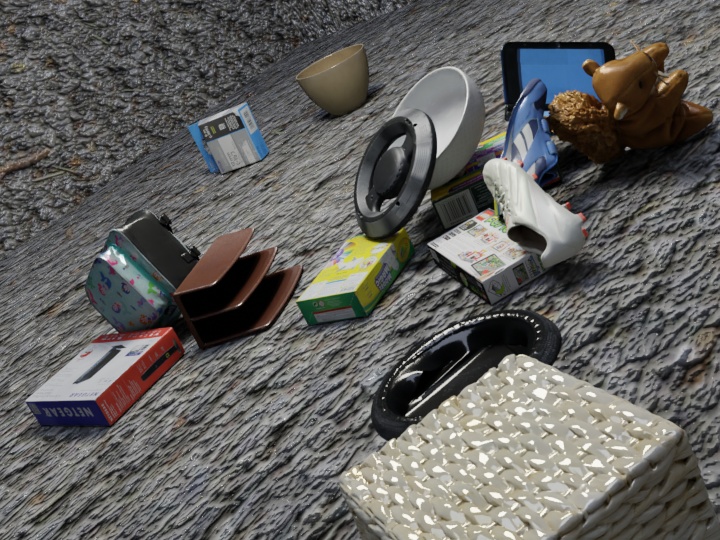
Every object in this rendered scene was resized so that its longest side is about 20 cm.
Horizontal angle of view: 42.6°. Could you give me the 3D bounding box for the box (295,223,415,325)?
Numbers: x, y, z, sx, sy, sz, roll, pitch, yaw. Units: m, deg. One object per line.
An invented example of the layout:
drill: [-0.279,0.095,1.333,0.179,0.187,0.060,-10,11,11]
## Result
box: [0.000,0.000,1.370,0.116,0.049,0.201,-11,29,37]

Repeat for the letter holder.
letter holder: [-0.186,0.016,1.481,0.140,0.102,0.201,-16,24,22]

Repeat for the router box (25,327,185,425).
router box: [-0.400,0.167,1.452,0.197,0.049,0.180,-8,28,39]

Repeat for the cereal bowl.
cereal bowl: [0.124,-0.210,1.444,0.199,0.083,0.203,-37,38,36]

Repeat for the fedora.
fedora: [0.111,0.125,0.885,0.197,0.093,0.201,-23,21,9]

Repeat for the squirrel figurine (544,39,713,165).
squirrel figurine: [0.356,-0.225,1.276,0.199,0.144,0.185,-34,-17,30]

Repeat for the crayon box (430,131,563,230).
crayon box: [0.208,-0.155,1.465,0.197,0.059,0.173,-23,20,12]

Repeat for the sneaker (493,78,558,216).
sneaker: [0.238,-0.165,1.276,0.081,0.204,0.074,11,-11,16]

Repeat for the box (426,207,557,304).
box: [0.173,-0.024,1.234,0.109,0.035,0.200,-29,21,-6]

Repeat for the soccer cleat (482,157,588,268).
soccer cleat: [0.201,-0.077,1.155,0.077,0.070,0.200,-33,43,-8]

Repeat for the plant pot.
plant pot: [-0.055,-0.489,2.438,0.197,0.136,0.201,-22,22,9]

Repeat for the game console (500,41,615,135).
game console: [0.330,-0.287,1.445,0.195,0.121,0.171,-3,21,-8]

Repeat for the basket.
basket: [0.118,0.191,0.634,0.196,0.163,0.199,-32,23,-16]

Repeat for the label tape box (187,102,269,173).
label tape box: [-0.357,-0.336,2.427,0.197,0.145,0.066,-16,22,25]

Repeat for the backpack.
backpack: [-0.369,0.023,1.554,0.151,0.177,0.200,-47,2,-37]

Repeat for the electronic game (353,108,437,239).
electronic game: [0.050,-0.145,1.386,0.199,0.041,0.203,-38,43,46]
